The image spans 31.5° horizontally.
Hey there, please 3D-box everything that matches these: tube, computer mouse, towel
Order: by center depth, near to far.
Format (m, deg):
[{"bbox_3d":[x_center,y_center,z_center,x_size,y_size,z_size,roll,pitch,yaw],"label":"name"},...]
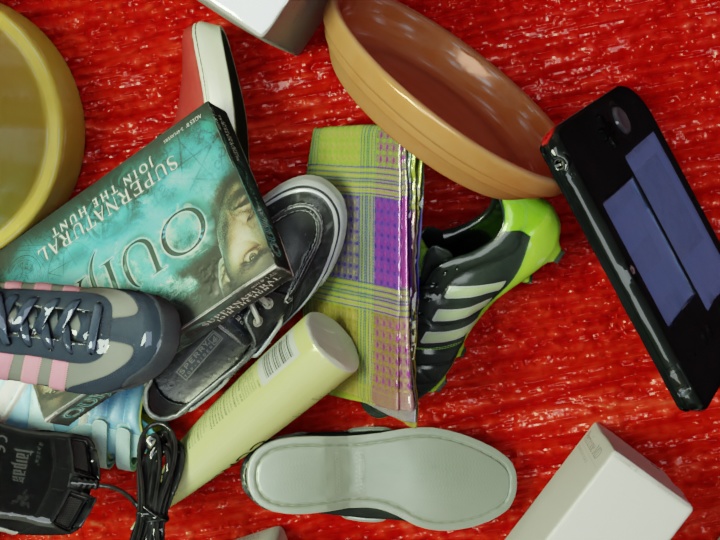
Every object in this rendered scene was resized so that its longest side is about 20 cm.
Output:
[{"bbox_3d":[-0.222,0.170,0.861,0.200,0.046,0.141,4,69,-8],"label":"computer mouse"},{"bbox_3d":[0.000,0.000,0.885,0.023,0.144,0.200,-3,96,-31],"label":"towel"},{"bbox_3d":[-0.086,0.107,0.895,0.200,0.058,0.052,-41,61,22],"label":"tube"}]

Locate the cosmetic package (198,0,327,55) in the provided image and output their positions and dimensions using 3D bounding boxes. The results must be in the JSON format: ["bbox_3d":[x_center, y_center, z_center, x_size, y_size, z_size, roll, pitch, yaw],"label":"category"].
[{"bbox_3d":[-0.101,-0.246,0.827,0.199,0.200,0.123,34,98,0],"label":"cosmetic package"}]

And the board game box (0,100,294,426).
[{"bbox_3d":[-0.150,-0.003,0.852,0.200,0.028,0.135,-33,64,17],"label":"board game box"}]

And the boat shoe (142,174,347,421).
[{"bbox_3d":[-0.082,0.022,0.866,0.072,0.068,0.200,41,106,-6],"label":"boat shoe"}]

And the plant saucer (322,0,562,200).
[{"bbox_3d":[0.055,-0.111,0.839,0.200,0.200,0.037,37,114,-1],"label":"plant saucer"}]

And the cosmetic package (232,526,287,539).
[{"bbox_3d":[-0.114,0.301,0.878,0.165,0.200,0.165,-18,94,4],"label":"cosmetic package"}]

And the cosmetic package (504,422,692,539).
[{"bbox_3d":[0.140,0.215,0.908,0.071,0.101,0.200,36,95,0],"label":"cosmetic package"}]

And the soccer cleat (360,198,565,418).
[{"bbox_3d":[0.055,0.018,0.897,0.081,0.068,0.200,33,106,-28],"label":"soccer cleat"}]

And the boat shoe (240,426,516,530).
[{"bbox_3d":[0.012,0.146,0.928,0.200,0.060,0.076,9,85,-12],"label":"boat shoe"}]

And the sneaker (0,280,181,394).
[{"bbox_3d":[-0.211,0.039,0.810,0.200,0.082,0.070,-4,74,28],"label":"sneaker"}]

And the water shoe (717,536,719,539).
[{"bbox_3d":[0.291,0.212,0.912,0.071,0.079,0.200,16,96,1],"label":"water shoe"}]

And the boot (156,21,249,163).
[{"bbox_3d":[-0.152,-0.074,0.913,0.144,0.072,0.200,-2,99,4],"label":"boot"}]

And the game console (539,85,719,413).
[{"bbox_3d":[0.197,-0.022,0.851,0.031,0.177,0.200,-28,93,29],"label":"game console"}]

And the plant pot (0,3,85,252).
[{"bbox_3d":[-0.306,-0.095,0.857,0.200,0.189,0.201,0,96,3],"label":"plant pot"}]

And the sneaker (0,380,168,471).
[{"bbox_3d":[-0.216,0.135,0.929,0.130,0.080,0.200,27,97,1],"label":"sneaker"}]
